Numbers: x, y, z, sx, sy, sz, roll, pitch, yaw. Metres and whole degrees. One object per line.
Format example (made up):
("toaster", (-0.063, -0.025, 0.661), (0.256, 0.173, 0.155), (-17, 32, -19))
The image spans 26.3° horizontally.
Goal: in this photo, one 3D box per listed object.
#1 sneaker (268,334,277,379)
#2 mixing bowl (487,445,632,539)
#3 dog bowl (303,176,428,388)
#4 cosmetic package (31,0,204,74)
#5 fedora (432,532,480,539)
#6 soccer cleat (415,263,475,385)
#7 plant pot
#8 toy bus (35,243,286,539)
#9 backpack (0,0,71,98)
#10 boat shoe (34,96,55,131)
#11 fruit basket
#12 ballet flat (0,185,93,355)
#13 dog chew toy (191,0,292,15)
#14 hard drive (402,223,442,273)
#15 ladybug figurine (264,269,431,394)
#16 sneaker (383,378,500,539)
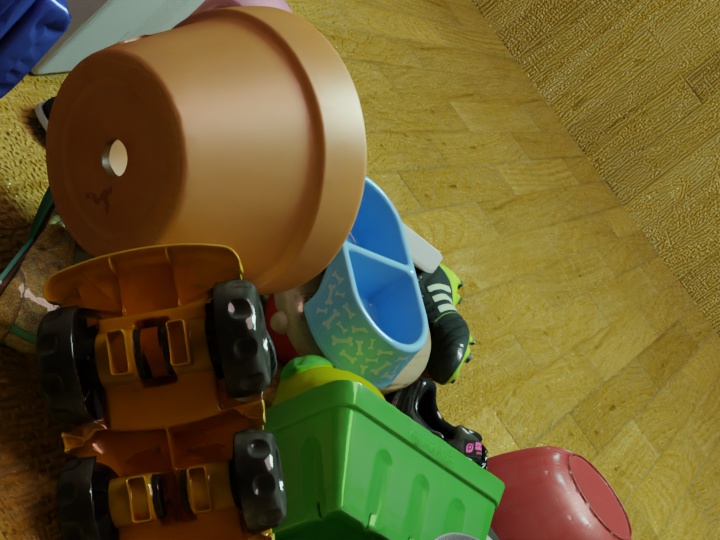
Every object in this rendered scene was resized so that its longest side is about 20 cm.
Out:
("sneaker", (-0.134, 0.008, 1.182), (0.200, 0.074, 0.089), (47, 16, -7))
("mixing bowl", (0.185, 0.242, 1.460), (0.200, 0.108, 0.201), (44, 19, -20))
("dog bowl", (0.000, 0.000, 1.305), (0.111, 0.049, 0.201), (21, 44, -43))
("cosmetic package", (-0.233, -0.288, 1.348), (0.168, 0.166, 0.200), (53, 20, 3))
("fedora", (0.054, 0.292, 1.066), (0.176, 0.090, 0.202), (25, 49, -47))
("soccer cleat", (0.071, 0.051, 1.626), (0.081, 0.068, 0.200), (26, 25, -17))
("plant pot", (-0.114, -0.078, 1.029), (0.139, 0.200, 0.201), (-8, 60, -50))
("toy bus", (-0.116, 0.098, 0.984), (0.192, 0.134, 0.202), (79, 2, -81))
("backpack", (-0.303, -0.217, 1.077), (0.168, 0.162, 0.200), (47, 4, -42))
("boat shoe", (-0.195, -0.123, 1.301), (0.076, 0.060, 0.200), (57, 19, 15))
("fruit basket", (-0.004, 0.138, 1.170), (0.215, 0.155, 0.217), (35, 43, -40))
("ballet flat", (-0.204, -0.007, 1.050), (0.071, 0.071, 0.200), (45, 25, -19))
("dog chew toy", (-0.109, -0.228, 1.618), (0.125, 0.124, 0.200), (57, 11, 14))
("hard drive", (-0.020, -0.067, 1.526), (0.132, 0.027, 0.200), (36, -3, -40))
("ladybug figurine", (-0.017, 0.051, 1.354), (0.199, 0.072, 0.137), (10, 56, -51))
("sneaker", (0.077, 0.182, 1.350), (0.201, 0.084, 0.077), (59, 20, 19))
